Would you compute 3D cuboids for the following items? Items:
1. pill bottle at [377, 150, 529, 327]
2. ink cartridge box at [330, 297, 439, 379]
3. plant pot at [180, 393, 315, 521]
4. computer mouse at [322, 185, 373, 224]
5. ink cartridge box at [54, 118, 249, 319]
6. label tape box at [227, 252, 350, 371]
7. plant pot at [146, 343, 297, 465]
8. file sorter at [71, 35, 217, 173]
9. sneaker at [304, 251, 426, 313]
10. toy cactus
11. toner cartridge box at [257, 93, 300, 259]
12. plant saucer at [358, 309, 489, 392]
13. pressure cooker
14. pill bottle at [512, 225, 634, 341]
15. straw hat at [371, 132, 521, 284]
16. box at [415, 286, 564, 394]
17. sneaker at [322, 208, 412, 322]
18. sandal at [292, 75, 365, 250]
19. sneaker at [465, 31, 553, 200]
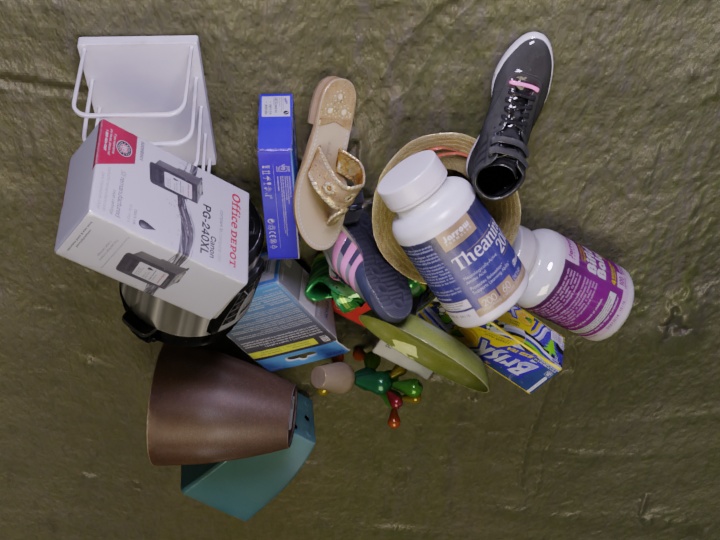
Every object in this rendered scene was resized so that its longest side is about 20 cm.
[{"bbox_3d":[0.107,-0.039,1.477,0.110,0.111,0.201,-25,114,28],"label":"pill bottle"},{"bbox_3d":[0.062,0.043,1.716,0.172,0.044,0.201,26,132,-6],"label":"ink cartridge box"},{"bbox_3d":[-0.170,0.275,1.982,0.141,0.142,0.200,32,124,-34],"label":"plant pot"},{"bbox_3d":[0.011,-0.081,1.562,0.198,0.034,0.059,-6,107,-32],"label":"computer mouse"},{"bbox_3d":[-0.222,-0.054,1.363,0.199,0.146,0.083,26,131,-29],"label":"ink cartridge box"},{"bbox_3d":[-0.121,0.060,1.762,0.142,0.067,0.200,-15,142,26],"label":"label tape box"},{"bbox_3d":[-0.197,0.204,1.831,0.198,0.188,0.188,5,142,4],"label":"plant pot"},{"bbox_3d":[-0.251,-0.157,1.450,0.137,0.125,0.201,-1,141,1],"label":"file sorter"},{"bbox_3d":[0.007,0.023,1.655,0.199,0.084,0.074,2,143,43],"label":"sneaker"},{"bbox_3d":[-0.009,0.166,1.809,0.199,0.103,0.164,21,-171,42],"label":"toy cactus"},{"bbox_3d":[-0.099,-0.113,1.529,0.043,0.096,0.201,0,142,0],"label":"toner cartridge box"},{"bbox_3d":[0.090,0.099,1.645,0.199,0.031,0.200,29,170,5],"label":"plant saucer"},{"bbox_3d":[-0.221,-0.003,1.599,0.174,0.180,0.201,2,138,-19],"label":"pressure cooker"},{"bbox_3d":[0.264,0.011,1.668,0.199,0.113,0.112,24,135,-28],"label":"pill bottle"},{"bbox_3d":[0.105,-0.090,1.563,0.199,0.085,0.203,-1,114,-2],"label":"straw hat"},{"bbox_3d":[0.173,0.076,1.638,0.199,0.065,0.070,34,131,-14],"label":"box"},{"bbox_3d":[0.000,0.000,1.591,0.070,0.201,0.082,-1,140,-37],"label":"sneaker"},{"bbox_3d":[-0.027,-0.117,1.457,0.077,0.069,0.214,-6,111,-36],"label":"sandal"},{"bbox_3d":[0.178,-0.168,1.422,0.070,0.099,0.201,15,117,-10],"label":"sneaker"}]
